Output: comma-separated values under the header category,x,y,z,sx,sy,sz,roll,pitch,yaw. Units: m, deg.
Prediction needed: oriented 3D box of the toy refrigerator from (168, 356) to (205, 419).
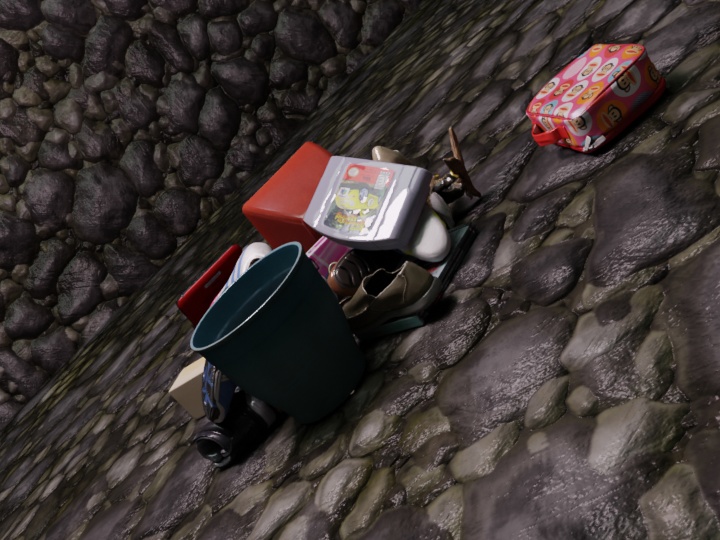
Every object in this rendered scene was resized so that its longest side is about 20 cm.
category,x,y,z,sx,sy,sz,roll,pitch,yaw
toy refrigerator,-0.237,0.179,1.408,0.199,0.076,0.070,-31,20,33

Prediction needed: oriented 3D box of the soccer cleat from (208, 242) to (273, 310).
category,x,y,z,sx,sy,sz,roll,pitch,yaw
soccer cleat,-0.194,0.051,1.312,0.086,0.069,0.202,33,100,56

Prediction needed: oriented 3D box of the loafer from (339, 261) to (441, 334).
category,x,y,z,sx,sy,sz,roll,pitch,yaw
loafer,0.026,0.031,1.128,0.199,0.070,0.076,-25,25,44

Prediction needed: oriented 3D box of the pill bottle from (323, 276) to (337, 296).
category,x,y,z,sx,sy,sz,roll,pitch,yaw
pill bottle,-0.129,0.066,1.378,0.112,0.112,0.199,-50,20,-25

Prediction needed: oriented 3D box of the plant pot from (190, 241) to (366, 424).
category,x,y,z,sx,sy,sz,roll,pitch,yaw
plant pot,-0.096,0.098,1.106,0.199,0.188,0.201,-37,19,15

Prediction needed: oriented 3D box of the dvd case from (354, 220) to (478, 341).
category,x,y,z,sx,sy,sz,roll,pitch,yaw
dvd case,0.082,0.016,1.192,0.145,0.022,0.201,-20,27,50

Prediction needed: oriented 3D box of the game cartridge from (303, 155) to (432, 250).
category,x,y,z,sx,sy,sz,roll,pitch,yaw
game cartridge,0.004,-0.100,1.211,0.198,0.041,0.135,13,79,40

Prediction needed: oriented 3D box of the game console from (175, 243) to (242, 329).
category,x,y,z,sx,sy,sz,roll,pitch,yaw
game console,-0.349,0.038,1.918,0.200,0.173,0.118,-47,45,-14

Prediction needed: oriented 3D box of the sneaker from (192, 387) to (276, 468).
category,x,y,z,sx,sy,sz,roll,pitch,yaw
sneaker,-0.211,0.231,1.229,0.114,0.076,0.199,-46,20,-22

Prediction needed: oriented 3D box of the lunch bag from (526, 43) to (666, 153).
category,x,y,z,sx,sy,sz,roll,pitch,yaw
lunch bag,0.326,-0.244,1.171,0.176,0.082,0.200,-42,18,4

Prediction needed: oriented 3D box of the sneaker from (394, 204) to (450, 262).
category,x,y,z,sx,sy,sz,roll,pitch,yaw
sneaker,0.080,-0.057,1.228,0.076,0.105,0.200,-46,48,-2

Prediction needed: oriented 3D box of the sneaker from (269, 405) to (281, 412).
category,x,y,z,sx,sy,sz,roll,pitch,yaw
sneaker,-0.145,0.143,1.269,0.199,0.078,0.112,24,56,42

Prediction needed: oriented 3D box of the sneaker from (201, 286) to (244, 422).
category,x,y,z,sx,sy,sz,roll,pitch,yaw
sneaker,-0.184,0.125,1.185,0.076,0.076,0.203,-33,44,59

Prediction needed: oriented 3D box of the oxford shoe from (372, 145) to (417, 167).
category,x,y,z,sx,sy,sz,roll,pitch,yaw
oxford shoe,0.075,-0.184,1.471,0.070,0.075,0.200,-27,-12,14

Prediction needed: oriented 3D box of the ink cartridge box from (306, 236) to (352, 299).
category,x,y,z,sx,sy,sz,roll,pitch,yaw
ink cartridge box,-0.007,-0.051,1.414,0.200,0.095,0.037,-47,19,-13

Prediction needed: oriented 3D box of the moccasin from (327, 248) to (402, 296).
category,x,y,z,sx,sy,sz,roll,pitch,yaw
moccasin,-0.001,-0.001,1.269,0.078,0.074,0.201,-39,3,28

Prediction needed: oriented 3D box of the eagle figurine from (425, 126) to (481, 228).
category,x,y,z,sx,sy,sz,roll,pitch,yaw
eagle figurine,0.090,-0.122,1.310,0.197,0.154,0.150,-15,-11,25

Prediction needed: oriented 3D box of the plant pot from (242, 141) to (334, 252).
category,x,y,z,sx,sy,sz,roll,pitch,yaw
plant pot,-0.069,-0.104,1.541,0.200,0.200,0.176,-47,29,-15
